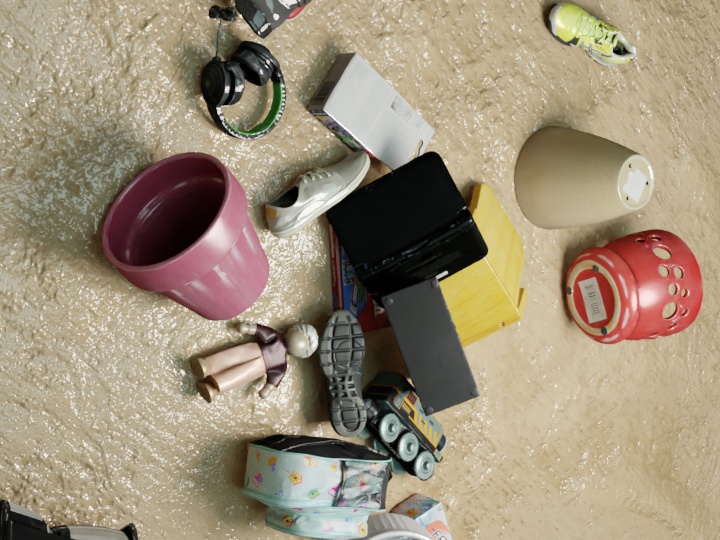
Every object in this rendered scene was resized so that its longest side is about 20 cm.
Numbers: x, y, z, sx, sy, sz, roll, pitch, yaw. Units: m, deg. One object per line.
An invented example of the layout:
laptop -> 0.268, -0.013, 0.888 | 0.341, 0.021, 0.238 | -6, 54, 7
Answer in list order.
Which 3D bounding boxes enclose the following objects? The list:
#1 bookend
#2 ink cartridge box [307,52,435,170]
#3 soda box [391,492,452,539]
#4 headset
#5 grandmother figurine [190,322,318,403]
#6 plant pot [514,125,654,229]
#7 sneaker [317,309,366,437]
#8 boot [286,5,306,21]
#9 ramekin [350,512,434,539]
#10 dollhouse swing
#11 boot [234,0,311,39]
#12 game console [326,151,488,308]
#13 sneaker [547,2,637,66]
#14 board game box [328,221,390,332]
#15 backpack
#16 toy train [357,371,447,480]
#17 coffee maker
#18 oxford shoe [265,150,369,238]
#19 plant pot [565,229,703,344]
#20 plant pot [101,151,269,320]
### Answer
bookend -> 0.102, 0.098, 1.739 | 0.092, 0.200, 0.200 | -21, 100, 1
ink cartridge box -> 0.020, -0.236, 1.723 | 0.200, 0.050, 0.109 | 39, 73, -34
soda box -> 0.120, 0.484, 1.872 | 0.063, 0.068, 0.201 | -27, 110, -30
headset -> -0.166, -0.280, 1.554 | 0.123, 0.094, 0.201 | -37, 122, -27
grandmother figurine -> -0.150, 0.134, 1.643 | 0.199, 0.060, 0.122 | -23, 117, -29
plant pot -> 0.406, -0.157, 1.918 | 0.187, 0.200, 0.188 | -6, 100, -36
sneaker -> -0.033, 0.157, 1.719 | 0.075, 0.079, 0.201 | -3, 100, -9
boot -> -0.049, -0.452, 1.587 | 0.072, 0.144, 0.201 | 37, 76, -35
ramekin -> 0.045, 0.490, 1.765 | 0.199, 0.098, 0.202 | -3, 105, -10
dollhouse swing -> 0.178, -0.016, 1.874 | 0.181, 0.176, 0.200 | -28, 119, 15
boot -> -0.146, -0.438, 1.532 | 0.131, 0.070, 0.200 | -38, 114, 1
game console -> 0.076, -0.059, 1.723 | 0.199, 0.117, 0.176 | -28, 146, 6
sneaker -> 0.418, -0.428, 1.968 | 0.199, 0.076, 0.076 | 16, 88, -35
board game box -> 0.000, 0.000, 1.757 | 0.103, 0.019, 0.201 | -11, 102, -35
backpack -> -0.077, 0.321, 1.647 | 0.199, 0.176, 0.154 | 19, 81, -32
toy train -> 0.072, 0.258, 1.807 | 0.200, 0.085, 0.114 | 49, 59, -30
coffee maker -> -0.389, 0.399, 1.422 | 0.199, 0.192, 0.135 | 21, 100, -34
oxford shoe -> -0.065, -0.127, 1.662 | 0.200, 0.075, 0.058 | -39, 118, -20
plant pot -> 0.494, 0.035, 2.008 | 0.182, 0.200, 0.202 | -11, 102, -32
plant pot -> -0.220, -0.032, 1.500 | 0.200, 0.199, 0.179 | -55, 138, -17
